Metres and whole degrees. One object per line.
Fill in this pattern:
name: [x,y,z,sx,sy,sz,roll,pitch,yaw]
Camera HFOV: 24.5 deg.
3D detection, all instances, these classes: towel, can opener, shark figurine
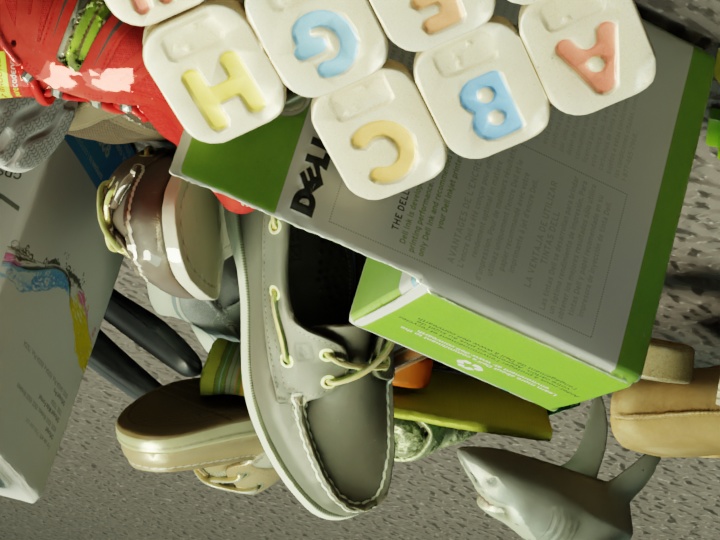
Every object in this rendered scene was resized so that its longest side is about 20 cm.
towel: [-0.025,0.100,1.156,0.197,0.037,0.148,6,-179,19]
can opener: [-0.168,0.026,1.015,0.200,0.064,0.078,41,-168,33]
shark figurine: [0.142,0.126,0.964,0.128,0.090,0.214,42,-170,16]
towel: [0.008,0.071,0.943,0.197,0.018,0.086,9,-166,0]

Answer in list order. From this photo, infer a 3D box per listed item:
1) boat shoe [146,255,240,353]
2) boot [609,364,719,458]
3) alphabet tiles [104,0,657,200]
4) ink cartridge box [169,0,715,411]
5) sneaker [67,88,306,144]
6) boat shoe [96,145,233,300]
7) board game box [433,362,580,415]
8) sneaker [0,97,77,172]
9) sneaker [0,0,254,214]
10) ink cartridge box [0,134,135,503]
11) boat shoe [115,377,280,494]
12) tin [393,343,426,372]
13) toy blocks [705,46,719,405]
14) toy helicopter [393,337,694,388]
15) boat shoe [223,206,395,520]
boat shoe: [-0.073,0.008,0.997,0.071,0.071,0.201,6,162,13]
boot: [0.262,0.070,0.878,0.174,0.067,0.199,12,165,-35]
alphabet tiles: [0.010,-0.117,0.535,0.198,0.015,0.197,-22,121,13]
ink cartridge box: [0.028,-0.052,0.661,0.198,0.149,0.076,23,159,-15]
sneaker: [-0.070,-0.094,0.764,0.198,0.071,0.075,3,174,40]
boat shoe: [-0.096,-0.027,0.812,0.059,0.073,0.200,-3,-169,2]
board game box: [0.034,0.074,1.076,0.198,0.024,0.104,4,-178,26]
sneaker: [-0.195,-0.130,0.723,0.082,0.075,0.201,11,140,49]
sneaker: [-0.113,-0.088,0.662,0.200,0.085,0.077,45,163,8]
ink cartridge box: [-0.223,-0.003,0.881,0.145,0.202,0.145,11,158,11]
boat shoe: [-0.065,0.099,0.958,0.071,0.066,0.199,14,-168,31]
tin: [0.000,0.000,0.851,0.200,0.042,0.113,-32,85,55]
toy blocks: [0.184,-0.001,0.689,0.099,0.138,0.200,10,158,13]
toy helicopter: [0.098,0.037,0.917,0.198,0.080,0.132,11,-179,39]
boat shoe: [-0.018,0.024,0.793,0.071,0.204,0.060,-15,-173,-31]
